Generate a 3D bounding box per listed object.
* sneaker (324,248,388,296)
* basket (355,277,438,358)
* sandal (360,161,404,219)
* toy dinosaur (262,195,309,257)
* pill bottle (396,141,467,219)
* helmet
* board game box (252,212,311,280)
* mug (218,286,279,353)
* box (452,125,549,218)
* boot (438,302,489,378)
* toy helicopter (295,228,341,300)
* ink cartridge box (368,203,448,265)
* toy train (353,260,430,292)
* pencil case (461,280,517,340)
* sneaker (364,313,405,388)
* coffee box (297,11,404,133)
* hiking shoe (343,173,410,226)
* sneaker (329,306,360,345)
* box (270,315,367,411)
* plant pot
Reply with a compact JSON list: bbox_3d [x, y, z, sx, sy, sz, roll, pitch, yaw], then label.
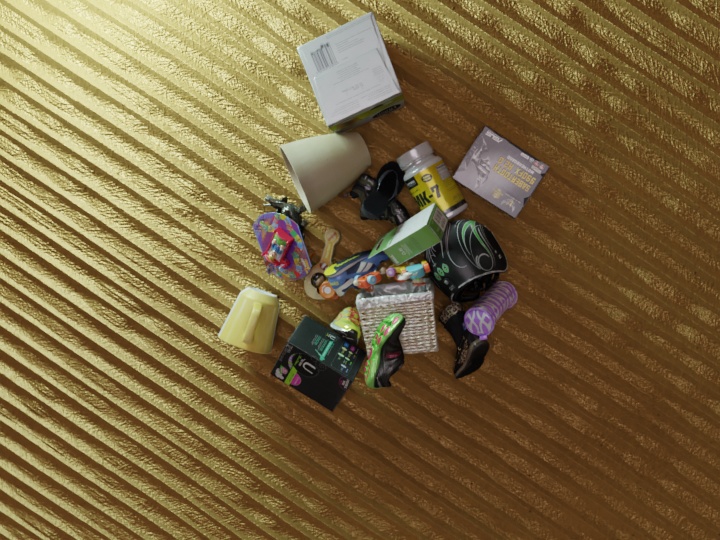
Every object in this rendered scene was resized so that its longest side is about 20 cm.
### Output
[{"bbox_3d":[0.000,0.000,1.568,0.199,0.074,0.083,-25,104,-23],"label":"sneaker"},{"bbox_3d":[0.099,0.121,1.536,0.199,0.198,0.162,-6,98,6],"label":"basket"},{"bbox_3d":[0.067,-0.209,1.513,0.076,0.043,0.201,29,54,-5],"label":"sandal"},{"bbox_3d":[-0.178,-0.127,1.593,0.077,0.102,0.201,-33,104,-16],"label":"toy dinosaur"},{"bbox_3d":[0.182,-0.223,1.529,0.114,0.114,0.201,-30,93,8],"label":"pill bottle"},{"bbox_3d":[0.258,-0.034,1.499,0.199,0.200,0.191,-28,64,8],"label":"helmet"},{"bbox_3d":[-0.218,-0.054,1.571,0.157,0.039,0.201,-1,117,33],"label":"board game box"},{"bbox_3d":[-0.279,0.134,1.593,0.149,0.186,0.154,20,89,-41],"label":"mug"},{"bbox_3d":[0.362,-0.255,1.541,0.199,0.048,0.159,33,98,1],"label":"box"},{"bbox_3d":[0.266,0.188,1.577,0.073,0.200,0.151,-19,59,-16],"label":"boot"},{"bbox_3d":[-0.104,-0.019,1.612,0.132,0.079,0.201,14,87,13],"label":"toy helicopter"},{"bbox_3d":[0.120,-0.079,1.488,0.200,0.104,0.059,-30,111,36],"label":"ink cartridge box"},{"bbox_3d":[0.084,0.024,1.472,0.199,0.150,0.056,-2,109,50],"label":"toy train"},{"bbox_3d":[0.338,0.098,1.512,0.084,0.200,0.086,-22,99,41],"label":"pencil case"},{"bbox_3d":[0.071,0.194,1.430,0.083,0.077,0.201,14,108,-16],"label":"sneaker"},{"bbox_3d":[-0.017,-0.478,1.474,0.199,0.198,0.201,-22,93,7],"label":"coffee box"},{"bbox_3d":[0.051,-0.162,1.577,0.200,0.076,0.101,46,107,8],"label":"hiking shoe"},{"bbox_3d":[-0.029,0.133,1.555,0.078,0.200,0.090,39,87,-12],"label":"sneaker"},{"bbox_3d":[-0.111,0.249,1.582,0.199,0.124,0.149,31,127,0],"label":"box"},{"bbox_3d":[-0.081,-0.276,1.529,0.199,0.187,0.188,-26,94,-7],"label":"plant pot"}]
